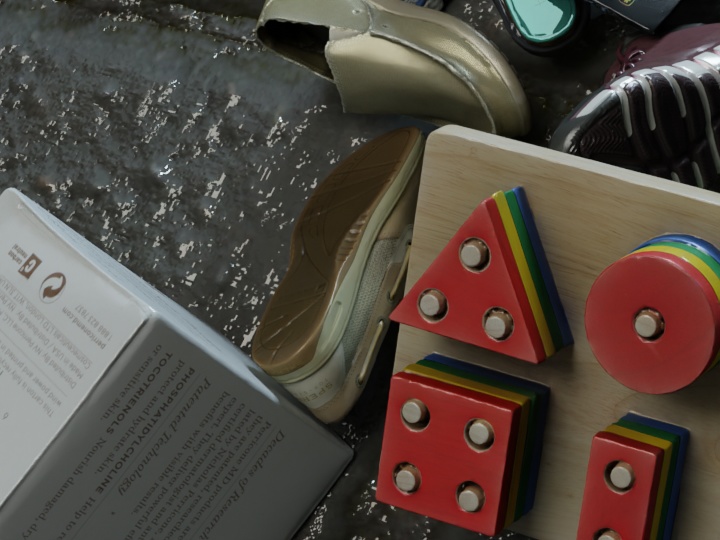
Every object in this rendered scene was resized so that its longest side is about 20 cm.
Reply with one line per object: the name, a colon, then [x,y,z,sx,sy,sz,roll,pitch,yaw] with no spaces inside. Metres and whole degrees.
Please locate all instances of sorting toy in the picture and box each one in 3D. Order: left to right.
sorting toy: [0.101,0.050,1.297,0.199,0.069,0.200,16,109,24]

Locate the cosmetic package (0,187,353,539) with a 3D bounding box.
cosmetic package: [-0.150,0.092,1.472,0.167,0.200,0.167,-52,47,0]

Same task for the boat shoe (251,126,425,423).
boat shoe: [0.000,0.000,1.510,0.072,0.065,0.201,-16,37,38]

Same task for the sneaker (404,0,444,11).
sneaker: [0.055,-0.238,1.589,0.200,0.089,0.079,-48,48,3]

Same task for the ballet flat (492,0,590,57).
ballet flat: [0.087,-0.220,1.530,0.073,0.073,0.201,-22,83,25]

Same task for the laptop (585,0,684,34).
laptop: [0.133,-0.261,1.454,0.199,0.104,0.177,32,61,20]

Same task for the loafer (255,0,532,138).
loafer: [0.017,-0.121,1.538,0.199,0.076,0.068,31,67,32]

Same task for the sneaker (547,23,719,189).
sneaker: [0.152,-0.085,1.403,0.199,0.076,0.115,-24,20,-33]
